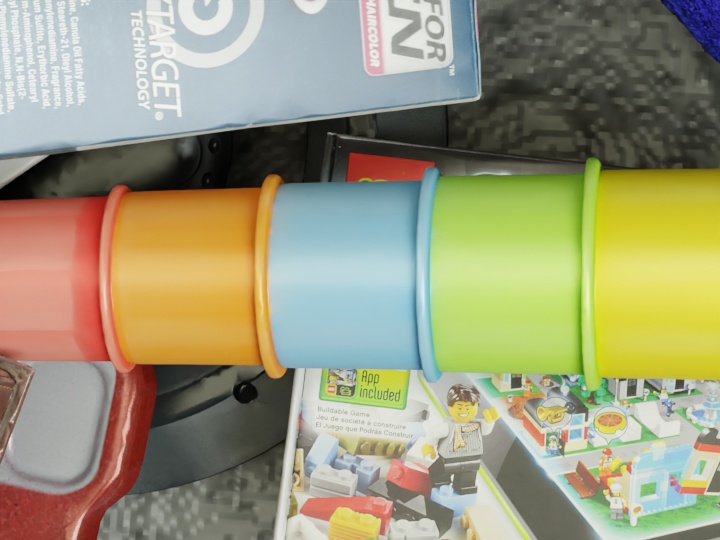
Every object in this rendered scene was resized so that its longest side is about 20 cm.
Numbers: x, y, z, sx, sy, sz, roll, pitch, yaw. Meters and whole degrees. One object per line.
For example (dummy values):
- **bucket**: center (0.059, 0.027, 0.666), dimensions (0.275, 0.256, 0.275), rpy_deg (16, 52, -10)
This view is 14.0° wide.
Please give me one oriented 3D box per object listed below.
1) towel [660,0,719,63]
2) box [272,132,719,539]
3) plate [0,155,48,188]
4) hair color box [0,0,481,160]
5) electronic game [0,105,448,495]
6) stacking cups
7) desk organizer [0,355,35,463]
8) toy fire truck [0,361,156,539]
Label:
- **towel**: center (0.102, -0.134, 0.700), dimensions (0.049, 0.200, 0.148), rpy_deg (4, 55, 52)
- **box**: center (0.083, 0.031, 0.760), dimensions (0.199, 0.035, 0.110), rpy_deg (6, 83, 3)
- **plate**: center (-0.184, -0.077, 0.745), dimensions (0.200, 0.032, 0.200), rpy_deg (-37, 105, -10)
- **hair color box**: center (-0.081, -0.061, 0.709), dimensions (0.199, 0.100, 0.061), rpy_deg (-8, 101, -16)
- **electronic game**: center (-0.075, -0.037, 0.817), dimensions (0.199, 0.042, 0.201), rpy_deg (0, 93, 6)
- **stacking cups**: center (0.000, 0.000, 0.727), dimensions (0.199, 0.061, 0.061), rpy_deg (1, 85, 10)
- **desk organizer**: center (-0.153, 0.103, 0.686), dimensions (0.072, 0.077, 0.201), rpy_deg (20, 89, 11)
- **toy fire truck**: center (-0.164, 0.077, 0.788), dimensions (0.199, 0.112, 0.168), rpy_deg (12, 87, 12)
